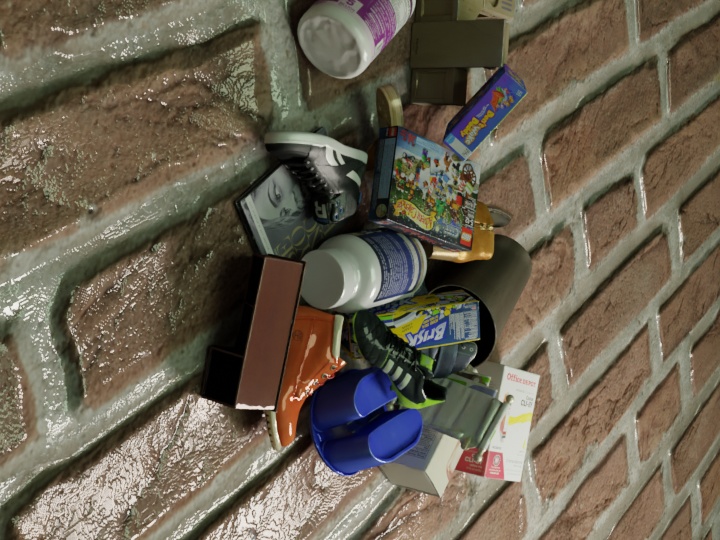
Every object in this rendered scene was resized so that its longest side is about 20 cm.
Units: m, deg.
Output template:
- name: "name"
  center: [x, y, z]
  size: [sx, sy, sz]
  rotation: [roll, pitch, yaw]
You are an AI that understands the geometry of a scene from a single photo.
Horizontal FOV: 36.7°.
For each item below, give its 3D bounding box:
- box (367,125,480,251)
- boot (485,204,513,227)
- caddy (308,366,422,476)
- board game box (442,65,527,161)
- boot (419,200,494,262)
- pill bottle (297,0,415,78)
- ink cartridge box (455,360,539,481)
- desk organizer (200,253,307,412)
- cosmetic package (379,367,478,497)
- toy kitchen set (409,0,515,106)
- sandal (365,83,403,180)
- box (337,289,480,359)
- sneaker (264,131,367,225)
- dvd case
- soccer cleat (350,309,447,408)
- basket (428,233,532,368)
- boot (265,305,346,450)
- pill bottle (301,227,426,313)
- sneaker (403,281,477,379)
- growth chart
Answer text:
- name: "box"
  center: [0.097, -0.115, 1.579]
  size: [0.200, 0.038, 0.137]
  rotation: [17, 76, -46]
- name: "boot"
  center: [0.178, -0.065, 1.811]
  size: [0.200, 0.075, 0.097]
  rotation: [6, 89, -42]
- name: "caddy"
  center: [0.001, 0.217, 1.593]
  size: [0.200, 0.105, 0.141]
  rotation: [-19, 89, -58]
- name: "board game box"
  center: [0.189, -0.244, 1.648]
  size: [0.045, 0.134, 0.200]
  rotation: [42, 16, -5]
- name: "boot"
  center: [0.140, -0.110, 1.706]
  size: [0.144, 0.071, 0.201]
  rotation: [-4, 80, -41]
- name: "pill bottle"
  center: [0.008, -0.365, 1.502]
  size: [0.200, 0.112, 0.112]
  rotation: [-54, 135, -34]
- name: "ink cartridge box"
  center: [0.238, 0.267, 1.934]
  size: [0.145, 0.083, 0.200]
  rotation: [20, 79, -53]
- name: "desk organizer"
  center: [-0.138, 0.077, 1.397]
  size: [0.077, 0.072, 0.200]
  rotation: [11, 91, -51]
- name: "cosmetic package"
  center: [0.117, 0.252, 1.754]
  size: [0.200, 0.103, 0.087]
  rotation: [-58, 139, -29]
- name: "toy kitchen set"
  center: [0.197, -0.356, 1.716]
  size: [0.180, 0.163, 0.200]
  rotation: [-1, 97, -53]
- name: "sandal"
  center: [0.027, -0.171, 1.609]
  size: [0.070, 0.078, 0.212]
  rotation: [-19, 127, -15]
- name: "box"
  center: [0.071, 0.079, 1.606]
  size: [0.200, 0.070, 0.064]
  rotation: [-7, 105, -14]
- name: "sneaker"
  center: [-0.057, -0.119, 1.459]
  size: [0.200, 0.073, 0.112]
  rotation: [8, 86, -55]
- name: "dvd case"
  center: [-0.086, -0.086, 1.500]
  size: [0.200, 0.016, 0.149]
  rotation: [-47, 131, -38]
- name: "soccer cleat"
  center: [0.056, 0.122, 1.529]
  size: [0.200, 0.081, 0.068]
  rotation: [54, 37, -36]
- name: "basket"
  center: [0.199, 0.037, 1.808]
  size: [0.200, 0.136, 0.180]
  rotation: [-51, 157, -43]
- name: "boot"
  center: [-0.075, 0.147, 1.462]
  size: [0.075, 0.107, 0.200]
  rotation: [-147, -116, -85]
- name: "pill bottle"
  center: [0.000, 0.000, 1.540]
  size: [0.200, 0.111, 0.111]
  rotation: [-13, 105, -56]
- name: "sneaker"
  center: [0.114, 0.073, 1.694]
  size: [0.146, 0.077, 0.202]
  rotation: [6, 100, -18]
- name: "growth chart"
  center: [0.141, 0.202, 1.710]
  size: [0.145, 0.200, 0.018]
  rotation: [-50, 147, -25]
